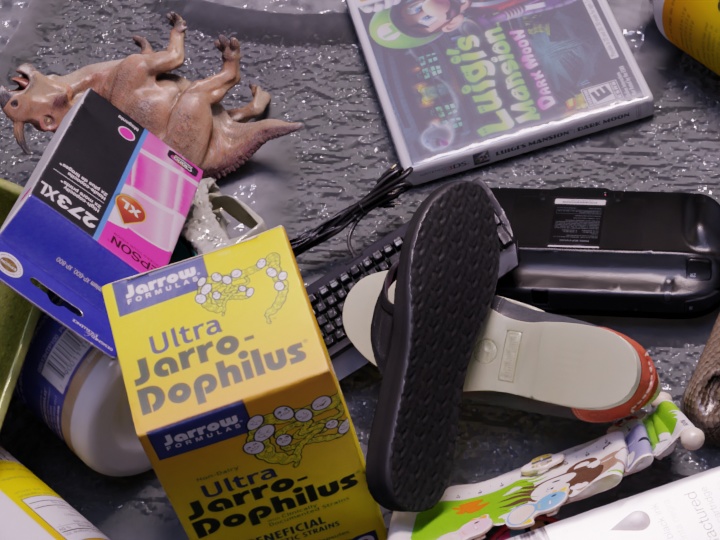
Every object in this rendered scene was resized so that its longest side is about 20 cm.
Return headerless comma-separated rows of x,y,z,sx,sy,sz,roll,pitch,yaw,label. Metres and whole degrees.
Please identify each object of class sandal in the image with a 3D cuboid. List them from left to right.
0.031,0.039,1.013,0.048,0.075,0.200,-1,68,43,sandal

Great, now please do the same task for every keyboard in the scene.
0.000,0.000,1.143,0.200,0.021,0.127,-33,52,5,keyboard

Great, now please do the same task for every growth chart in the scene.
0.103,0.120,1.006,0.200,0.145,0.018,-21,95,-2,growth chart

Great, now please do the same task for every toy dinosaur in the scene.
-0.144,-0.105,1.254,0.200,0.086,0.136,25,71,9,toy dinosaur

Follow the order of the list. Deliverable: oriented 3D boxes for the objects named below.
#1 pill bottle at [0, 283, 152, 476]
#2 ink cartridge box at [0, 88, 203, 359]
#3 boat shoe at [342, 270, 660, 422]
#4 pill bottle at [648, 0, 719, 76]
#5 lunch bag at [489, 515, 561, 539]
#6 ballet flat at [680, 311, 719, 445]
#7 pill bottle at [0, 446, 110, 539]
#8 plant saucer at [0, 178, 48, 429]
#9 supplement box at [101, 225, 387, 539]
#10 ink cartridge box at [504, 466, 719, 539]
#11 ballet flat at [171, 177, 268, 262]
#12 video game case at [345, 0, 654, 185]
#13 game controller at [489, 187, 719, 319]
-0.188,0.031,1.130,0.120,0.120,0.200,-40,55,-18,pill bottle
-0.158,-0.033,1.065,0.037,0.095,0.200,-45,17,28,ink cartridge box
0.084,0.047,1.064,0.200,0.063,0.071,12,87,26,boat shoe
0.278,-0.177,1.192,0.109,0.109,0.200,-36,54,-16,pill bottle
0.106,0.246,0.927,0.176,0.082,0.200,28,62,24,lunch bag
0.250,0.018,1.076,0.067,0.046,0.200,29,63,2,ballet flat
-0.197,0.184,1.023,0.200,0.104,0.104,33,66,32,pill bottle
-0.293,0.018,1.021,0.200,0.048,0.200,23,60,-17,plant saucer
-0.062,0.089,1.005,0.109,0.200,0.110,-19,51,-2,supplement box
0.122,0.200,0.856,0.200,0.083,0.145,-18,55,-6,ink cartridge box
-0.086,-0.010,1.147,0.072,0.072,0.200,-29,38,-10,ballet flat
0.096,-0.162,1.277,0.182,0.023,0.200,-17,51,0,video game case
0.141,-0.014,1.149,0.200,0.042,0.104,3,39,14,game controller
